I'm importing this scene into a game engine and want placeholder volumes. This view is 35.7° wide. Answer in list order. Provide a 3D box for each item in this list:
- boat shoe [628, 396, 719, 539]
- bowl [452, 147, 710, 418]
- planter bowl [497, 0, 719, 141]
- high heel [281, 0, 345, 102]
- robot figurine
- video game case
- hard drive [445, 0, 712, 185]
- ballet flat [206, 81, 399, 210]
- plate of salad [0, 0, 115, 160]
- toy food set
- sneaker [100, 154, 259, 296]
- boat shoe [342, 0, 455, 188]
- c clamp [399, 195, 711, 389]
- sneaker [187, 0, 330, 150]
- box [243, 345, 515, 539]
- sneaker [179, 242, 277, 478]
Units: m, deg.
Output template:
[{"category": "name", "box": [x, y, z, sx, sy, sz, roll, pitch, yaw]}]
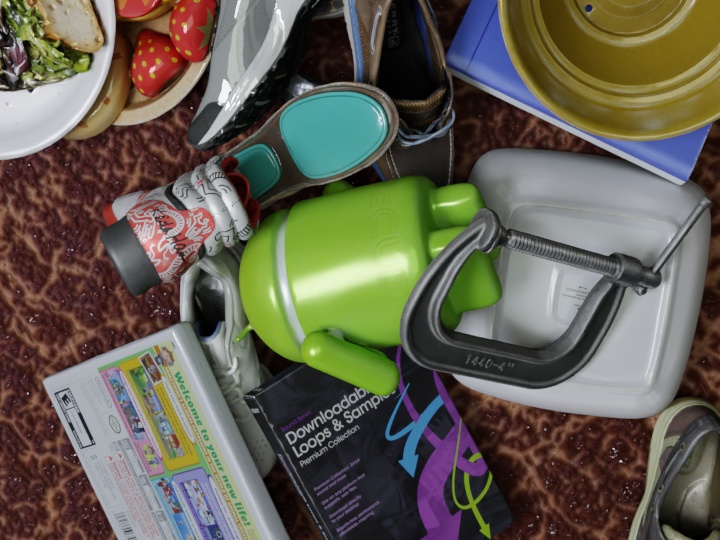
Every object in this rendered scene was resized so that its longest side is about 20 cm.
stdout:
[{"category": "boat shoe", "box": [0.250, 0.203, 0.872, 0.072, 0.065, 0.203, 1, 99, 4]}, {"category": "bowl", "box": [0.166, 0.015, 0.851, 0.197, 0.075, 0.203, 9, 100, 3]}, {"category": "planter bowl", "box": [0.190, -0.197, 0.763, 0.197, 0.084, 0.203, 1, 112, 3]}, {"category": "high heel", "box": [-0.050, -0.237, 0.839, 0.142, 0.071, 0.201, 33, 101, 3]}, {"category": "robot figurine", "box": [0.000, 0.000, 0.808, 0.197, 0.177, 0.116, -13, 136, 17]}, {"category": "video game case", "box": [-0.154, 0.154, 0.883, 0.181, 0.022, 0.202, -20, 96, 40]}, {"category": "hard drive", "box": [0.176, -0.167, 0.830, 0.198, 0.025, 0.133, 26, 82, 1]}, {"category": "ballet flat", "box": [-0.042, -0.093, 0.830, 0.198, 0.067, 0.069, -17, 99, 36]}, {"category": "plate of salad", "box": [-0.275, -0.181, 0.810, 0.197, 0.048, 0.203, 1, 99, 8]}, {"category": "toy food set", "box": [-0.190, -0.209, 0.840, 0.198, 0.049, 0.201, -12, 91, 27]}, {"category": "sneaker", "box": [-0.130, -0.037, 0.821, 0.107, 0.201, 0.068, -28, 102, -6]}, {"category": "boat shoe", "box": [0.032, -0.125, 0.810, 0.071, 0.073, 0.202, -22, 123, -6]}, {"category": "c clamp", "box": [0.124, 0.007, 0.764, 0.198, 0.027, 0.172, 7, 120, -29]}, {"category": "sneaker", "box": [-0.075, -0.177, 0.790, 0.079, 0.074, 0.202, 31, 106, 5]}, {"category": "box", "box": [0.017, 0.147, 0.870, 0.142, 0.036, 0.202, -31, 94, -21]}, {"category": "sneaker", "box": [-0.110, 0.074, 0.879, 0.073, 0.087, 0.203, -13, 98, 6]}]
